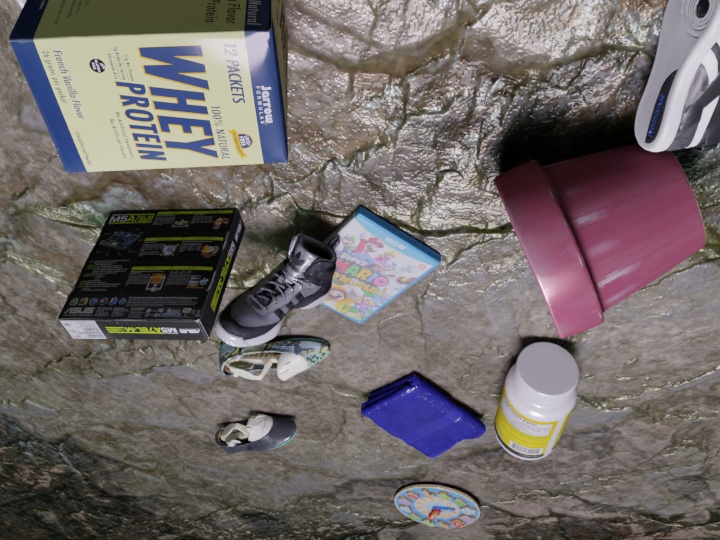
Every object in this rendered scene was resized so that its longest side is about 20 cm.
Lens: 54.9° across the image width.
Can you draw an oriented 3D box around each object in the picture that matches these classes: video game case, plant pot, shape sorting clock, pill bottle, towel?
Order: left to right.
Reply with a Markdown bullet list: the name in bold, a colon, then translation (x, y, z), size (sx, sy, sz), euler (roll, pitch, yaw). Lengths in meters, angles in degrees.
- **video game case**: translation (0.000, 0.000, 1.000), size (0.142, 0.018, 0.200), euler (30, 136, -21)
- **towel**: translation (0.115, 0.265, 1.272), size (0.147, 0.050, 0.199), euler (-34, 123, 31)
- **shape sorting clock**: translation (0.175, 0.545, 1.592), size (0.197, 0.040, 0.201), euler (6, 140, 5)
- **pill bottle**: translation (0.283, 0.211, 1.116), size (0.113, 0.115, 0.201), euler (5, 140, 5)
- **plant pot**: translation (0.266, -0.049, 0.769), size (0.177, 0.201, 0.201), euler (-23, 133, 13)

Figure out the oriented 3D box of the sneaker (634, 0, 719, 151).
- **sneaker**: translation (0.343, -0.209, 0.655), size (0.110, 0.074, 0.202), euler (-4, 133, -13)

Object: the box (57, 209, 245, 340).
- **box**: translation (-0.271, 0.001, 0.921), size (0.197, 0.195, 0.048), euler (-1, 137, 11)

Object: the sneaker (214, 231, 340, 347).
- **sneaker**: translation (-0.103, 0.016, 0.901), size (0.075, 0.199, 0.114), euler (42, 134, 18)

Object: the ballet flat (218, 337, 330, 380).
- **ballet flat**: translation (-0.148, 0.156, 1.176), size (0.197, 0.075, 0.075), euler (-3, 139, 15)

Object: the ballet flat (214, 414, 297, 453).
- **ballet flat**: translation (-0.219, 0.327, 1.394), size (0.198, 0.074, 0.073), euler (-19, 133, 33)

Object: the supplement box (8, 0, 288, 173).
- **supplement box**: translation (-0.168, -0.208, 0.625), size (0.197, 0.202, 0.135), euler (-3, 141, -2)

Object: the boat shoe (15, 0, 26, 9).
- **boat shoe**: translation (-0.301, -0.235, 0.746), size (0.071, 0.066, 0.201), euler (-12, 136, 24)
